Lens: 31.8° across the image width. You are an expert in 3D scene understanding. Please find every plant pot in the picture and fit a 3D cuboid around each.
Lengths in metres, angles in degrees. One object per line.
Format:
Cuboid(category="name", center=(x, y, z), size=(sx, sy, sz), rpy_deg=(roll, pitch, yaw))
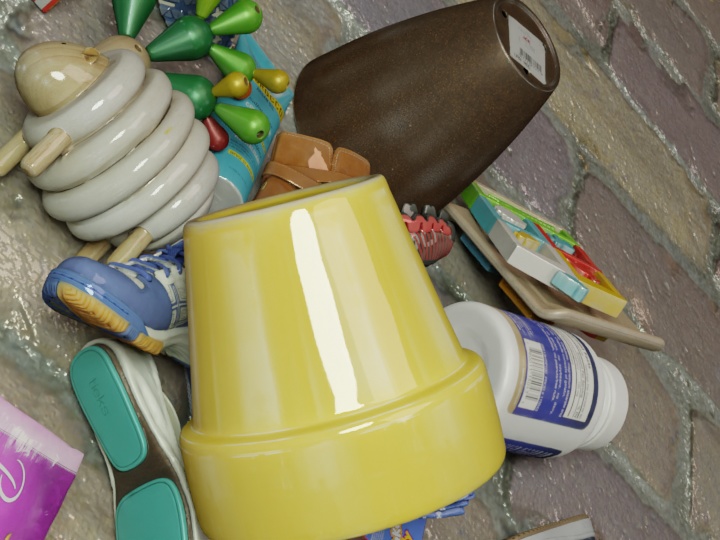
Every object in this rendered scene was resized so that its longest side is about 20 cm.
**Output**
Cuboid(category="plant pot", center=(0.074, -0.156, 1.140), size=(0.186, 0.199, 0.188), rpy_deg=(28, 49, -37))
Cuboid(category="plant pot", center=(-0.025, 0.046, 0.786), size=(0.200, 0.200, 0.190), rpy_deg=(-22, 102, -53))

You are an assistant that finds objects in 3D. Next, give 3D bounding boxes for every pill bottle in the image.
Cuboid(category="pill bottle", center=(0.148, 0.105, 1.132), size=(0.199, 0.119, 0.120), rpy_deg=(18, 55, -43))

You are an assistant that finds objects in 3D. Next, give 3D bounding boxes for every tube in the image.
Cuboid(category="tube", center=(-0.098, -0.119, 1.047), size=(0.078, 0.050, 0.201), rpy_deg=(57, 30, -32))

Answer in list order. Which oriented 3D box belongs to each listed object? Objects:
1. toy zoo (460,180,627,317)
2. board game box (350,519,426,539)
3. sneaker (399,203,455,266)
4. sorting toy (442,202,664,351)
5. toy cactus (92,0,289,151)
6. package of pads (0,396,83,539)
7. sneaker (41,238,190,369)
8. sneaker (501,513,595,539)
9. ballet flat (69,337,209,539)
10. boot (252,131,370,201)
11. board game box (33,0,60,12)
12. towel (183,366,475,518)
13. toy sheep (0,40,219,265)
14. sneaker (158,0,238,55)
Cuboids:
Cuboid(category="toy zoo", center=(0.174, -0.018, 1.202), size=(0.131, 0.021, 0.200), rpy_deg=(26, 18, -23))
Cuboid(category="board game box", center=(-0.021, 0.205, 0.933), size=(0.134, 0.045, 0.201), rpy_deg=(43, 41, -24))
Cuboid(category="sneaker", center=(0.000, 0.000, 0.969), size=(0.200, 0.071, 0.099), rpy_deg=(-9, 92, -45))
Cuboid(category="sorting toy", center=(0.180, 0.011, 1.230), size=(0.184, 0.037, 0.200), rpy_deg=(17, 23, -44))
Cuboid(category="toy cactus", center=(-0.152, -0.169, 0.964), size=(0.164, 0.102, 0.201), rpy_deg=(-27, 91, -20))
Cuboid(category="package of pads", center=(-0.261, 0.101, 0.691), size=(0.200, 0.075, 0.121), rpy_deg=(43, 44, -24))
Cuboid(category="sneaker", center=(-0.132, 0.010, 0.837), size=(0.089, 0.075, 0.200), rpy_deg=(-66, 155, -4))
Cuboid(category="sneaker", center=(0.158, 0.276, 1.079), size=(0.199, 0.070, 0.109), rpy_deg=(1, 66, -52))
Cuboid(category="ballet flat", center=(-0.132, 0.137, 0.835), size=(0.069, 0.069, 0.201), rpy_deg=(-3, 67, -50))
Cuboid(category="boot", center=(-0.004, -0.019, 1.057), size=(0.199, 0.074, 0.156), rpy_deg=(28, 56, -32))
Cuboid(category="board game box", center=(-0.238, -0.314, 0.996), size=(0.152, 0.046, 0.200), rpy_deg=(50, 39, -16))
Cuboid(category="towel", center=(-0.023, 0.116, 0.923), size=(0.199, 0.024, 0.145), rpy_deg=(1, 51, -23))
Cuboid(category="toy sheep", center=(-0.166, -0.074, 0.874), size=(0.200, 0.137, 0.138), rpy_deg=(56, 35, -31))
Cuboid(category="sneaker", center=(-0.125, -0.280, 1.042), size=(0.085, 0.077, 0.201), rpy_deg=(-57, 146, -59))
